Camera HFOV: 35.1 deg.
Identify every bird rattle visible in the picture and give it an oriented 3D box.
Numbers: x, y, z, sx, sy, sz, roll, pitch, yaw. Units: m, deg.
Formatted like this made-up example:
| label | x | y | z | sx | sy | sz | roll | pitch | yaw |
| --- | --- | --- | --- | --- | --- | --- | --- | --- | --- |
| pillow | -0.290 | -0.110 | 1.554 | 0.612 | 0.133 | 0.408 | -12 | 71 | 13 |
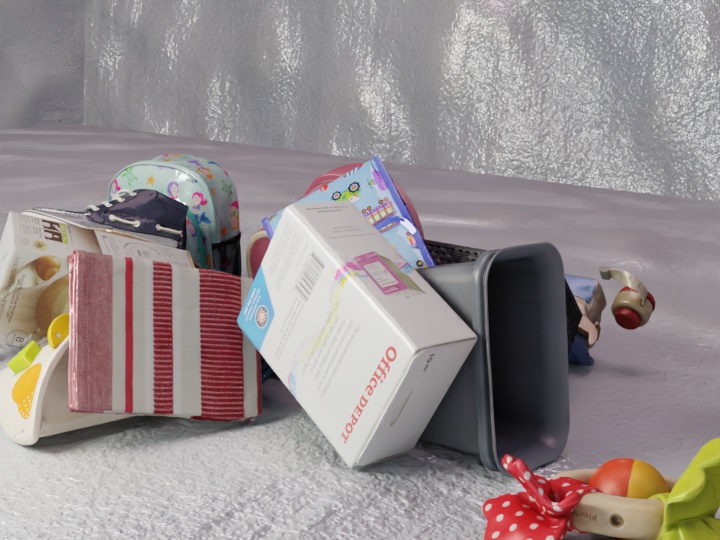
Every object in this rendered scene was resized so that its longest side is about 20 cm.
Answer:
| label | x | y | z | sx | sy | sz | roll | pitch | yaw |
| --- | --- | --- | --- | --- | --- | --- | --- | --- | --- |
| bird rattle | 0.195 | 0.185 | 0.867 | 0.198 | 0.114 | 0.163 | -6 | -3 | 19 |

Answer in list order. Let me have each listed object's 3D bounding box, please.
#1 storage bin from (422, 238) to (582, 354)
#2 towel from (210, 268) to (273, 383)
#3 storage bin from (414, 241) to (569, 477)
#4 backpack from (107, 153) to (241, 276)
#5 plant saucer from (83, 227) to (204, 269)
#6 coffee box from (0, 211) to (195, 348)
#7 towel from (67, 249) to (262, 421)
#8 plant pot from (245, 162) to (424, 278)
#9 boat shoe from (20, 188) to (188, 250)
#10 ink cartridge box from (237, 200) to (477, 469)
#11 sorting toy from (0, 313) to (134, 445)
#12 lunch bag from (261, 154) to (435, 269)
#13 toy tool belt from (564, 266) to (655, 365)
| label | x | y | z | sx | sy | sz | roll | pitch | yaw |
| --- | --- | --- | --- | --- | --- | --- | --- | --- | --- |
| storage bin | 0.130 | 0.047 | 1.261 | 0.199 | 0.094 | 0.135 | 12 | -24 | 31 |
| towel | -0.139 | 0.070 | 1.212 | 0.048 | 0.112 | 0.200 | 41 | -5 | -30 |
| storage bin | 0.110 | 0.075 | 1.064 | 0.134 | 0.202 | 0.145 | 2 | 7 | 42 |
| backpack | -0.249 | -0.049 | 1.485 | 0.176 | 0.202 | 0.150 | 10 | 13 | 22 |
| plant saucer | -0.267 | 0.011 | 1.328 | 0.199 | 0.035 | 0.201 | 11 | -23 | 5 |
| coffee box | -0.283 | 0.024 | 1.196 | 0.199 | 0.115 | 0.080 | 12 | 24 | -27 |
| towel | -0.178 | 0.064 | 1.053 | 0.199 | 0.145 | 0.023 | 10 | -19 | -39 |
| plant pot | -0.044 | -0.021 | 1.491 | 0.178 | 0.202 | 0.199 | -26 | 28 | -36 |
| boat shoe | -0.299 | -0.059 | 1.353 | 0.199 | 0.093 | 0.075 | 18 | -22 | -14 |
| ink cartridge box | -0.008 | 0.055 | 1.029 | 0.084 | 0.145 | 0.200 | -6 | 44 | -43 |
| sorting toy | -0.277 | 0.098 | 1.100 | 0.199 | 0.108 | 0.179 | -8 | -2 | -45 |
| lunch bag | 0.000 | 0.000 | 1.214 | 0.150 | 0.094 | 0.201 | -29 | 47 | 5 |
| toy tool belt | 0.240 | 0.069 | 1.359 | 0.199 | 0.125 | 0.123 | 8 | 50 | 33 |
